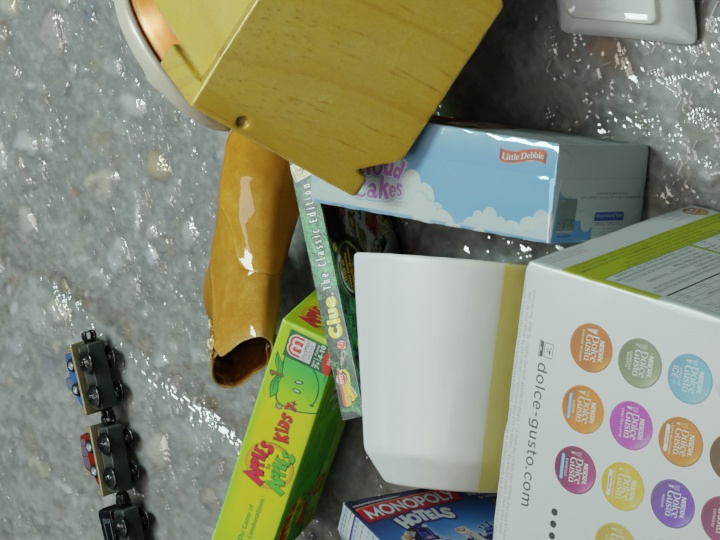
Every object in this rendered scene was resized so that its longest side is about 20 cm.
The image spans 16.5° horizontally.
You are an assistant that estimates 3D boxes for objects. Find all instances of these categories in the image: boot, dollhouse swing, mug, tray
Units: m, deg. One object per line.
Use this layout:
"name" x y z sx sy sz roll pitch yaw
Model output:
"boot" -0.069 -0.016 1.774 0.201 0.070 0.145 114 158 -51
"dollhouse swing" -0.025 -0.196 1.655 0.181 0.176 0.200 28 106 -17
"mug" 0.079 0.071 1.662 0.186 0.149 0.154 4 88 32
"tray" 0.158 -0.241 1.600 0.107 0.022 0.201 10 120 37

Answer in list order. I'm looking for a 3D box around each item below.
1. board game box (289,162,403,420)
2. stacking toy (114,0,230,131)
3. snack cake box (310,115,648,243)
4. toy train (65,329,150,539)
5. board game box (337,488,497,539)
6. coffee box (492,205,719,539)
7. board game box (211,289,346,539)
"board game box" 0.000 0.000 1.745 0.023 0.105 0.201 -13 87 28
"stacking toy" -0.063 -0.206 1.762 0.200 0.146 0.147 -34 79 23
"snack cake box" 0.078 -0.065 1.669 0.199 0.115 0.068 11 99 37
"toy train" -0.203 0.146 1.998 0.046 0.034 0.201 -4 98 51
"board game box" 0.085 0.196 1.704 0.200 0.199 0.062 40 124 41
"coffee box" 0.225 0.092 1.538 0.197 0.200 0.201 17 111 34
"board game box" -0.046 0.112 1.814 0.047 0.102 0.201 24 116 12
